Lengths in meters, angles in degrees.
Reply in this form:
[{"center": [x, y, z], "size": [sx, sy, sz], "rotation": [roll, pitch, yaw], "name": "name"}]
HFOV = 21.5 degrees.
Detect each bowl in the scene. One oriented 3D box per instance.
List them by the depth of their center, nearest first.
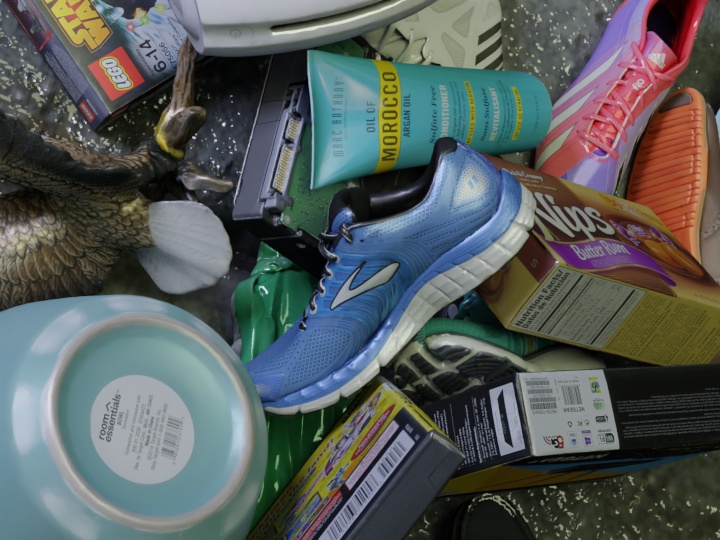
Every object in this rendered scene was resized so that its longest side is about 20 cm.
[{"center": [-0.128, 0.093, 0.997], "size": [0.200, 0.105, 0.201], "rotation": [13, 63, -26], "name": "bowl"}]

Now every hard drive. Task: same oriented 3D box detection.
[{"center": [0.009, -0.051, 1.158], "size": [0.200, 0.038, 0.140], "rotation": [35, 60, -45], "name": "hard drive"}]

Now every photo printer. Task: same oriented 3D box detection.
[{"center": [-0.046, -0.205, 1.103], "size": [0.166, 0.070, 0.200], "rotation": [-16, 49, -14], "name": "photo printer"}]

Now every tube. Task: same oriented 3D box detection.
[{"center": [0.036, -0.093, 1.135], "size": [0.200, 0.050, 0.078], "rotation": [-8, 94, -48], "name": "tube"}]

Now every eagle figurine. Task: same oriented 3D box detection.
[{"center": [-0.183, -0.046, 1.075], "size": [0.200, 0.151, 0.152], "rotation": [-15, 97, -37], "name": "eagle figurine"}]

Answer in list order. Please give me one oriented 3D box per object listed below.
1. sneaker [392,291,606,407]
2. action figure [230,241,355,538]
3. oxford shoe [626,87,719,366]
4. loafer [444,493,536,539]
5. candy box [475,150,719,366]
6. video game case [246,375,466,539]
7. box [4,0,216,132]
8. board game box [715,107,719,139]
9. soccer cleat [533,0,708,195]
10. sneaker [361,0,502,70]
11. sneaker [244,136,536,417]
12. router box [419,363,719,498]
[{"center": [0.078, 0.043, 1.168], "size": [0.200, 0.077, 0.080], "rotation": [5, 64, -57], "name": "sneaker"}, {"center": [-0.043, 0.074, 1.138], "size": [0.118, 0.055, 0.201], "rotation": [1, 79, -22], "name": "action figure"}, {"center": [0.229, -0.023, 1.286], "size": [0.073, 0.071, 0.201], "rotation": [8, 80, -32], "name": "oxford shoe"}, {"center": [0.095, 0.221, 1.105], "size": [0.072, 0.063, 0.201], "rotation": [-4, 67, -11], "name": "loafer"}, {"center": [0.137, -0.005, 1.172], "size": [0.200, 0.057, 0.117], "rotation": [16, 29, -45], "name": "candy box"}, {"center": [-0.030, 0.152, 1.004], "size": [0.025, 0.181, 0.200], "rotation": [38, 89, -11], "name": "video game case"}, {"center": [-0.163, -0.204, 1.174], "size": [0.137, 0.040, 0.200], "rotation": [-36, 91, -27], "name": "box"}, {"center": [0.311, -0.061, 1.335], "size": [0.158, 0.039, 0.200], "rotation": [29, 86, 0], "name": "board game box"}, {"center": [0.176, -0.118, 1.278], "size": [0.067, 0.076, 0.200], "rotation": [35, 64, -11], "name": "soccer cleat"}, {"center": [0.022, -0.151, 1.206], "size": [0.200, 0.076, 0.116], "rotation": [-6, 78, -41], "name": "sneaker"}, {"center": [0.000, 0.000, 1.069], "size": [0.200, 0.079, 0.089], "rotation": [-43, 107, 9], "name": "sneaker"}, {"center": [0.119, 0.096, 1.126], "size": [0.200, 0.149, 0.051], "rotation": [0, 74, -39], "name": "router box"}]
